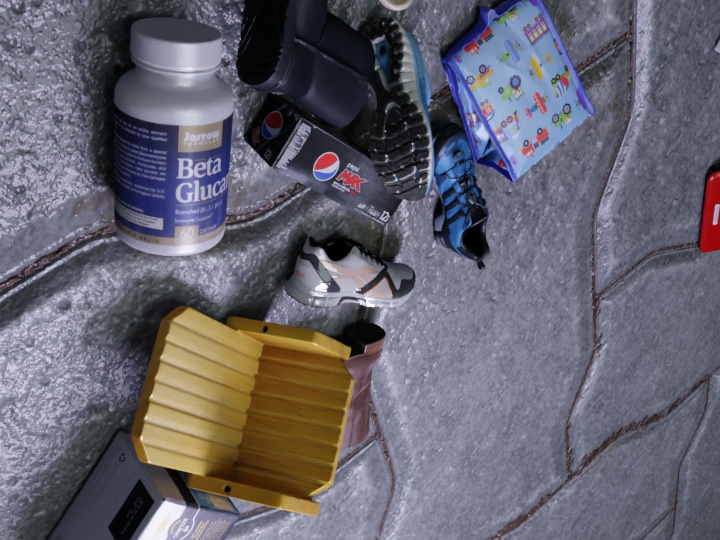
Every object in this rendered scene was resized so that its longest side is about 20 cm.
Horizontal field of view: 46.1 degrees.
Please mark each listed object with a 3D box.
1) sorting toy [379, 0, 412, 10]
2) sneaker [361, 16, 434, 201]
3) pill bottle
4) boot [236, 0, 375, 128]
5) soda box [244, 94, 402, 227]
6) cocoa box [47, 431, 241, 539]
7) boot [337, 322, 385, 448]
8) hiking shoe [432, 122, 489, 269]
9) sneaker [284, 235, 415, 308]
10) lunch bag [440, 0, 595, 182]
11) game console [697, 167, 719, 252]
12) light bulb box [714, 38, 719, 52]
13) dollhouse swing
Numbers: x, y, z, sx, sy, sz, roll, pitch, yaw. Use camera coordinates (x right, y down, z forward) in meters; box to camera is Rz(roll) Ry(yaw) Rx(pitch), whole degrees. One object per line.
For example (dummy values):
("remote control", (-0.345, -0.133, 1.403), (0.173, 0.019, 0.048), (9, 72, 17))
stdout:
("sorting toy", (-0.005, -0.374, 0.795), (0.199, 0.036, 0.188), (29, 66, -46))
("sneaker", (0.058, -0.181, 0.954), (0.089, 0.077, 0.204), (-8, 91, -56))
("pill bottle", (-0.177, -0.126, 0.799), (0.110, 0.111, 0.203), (-13, 126, -35))
("boot", (-0.044, -0.259, 0.859), (0.167, 0.075, 0.204), (8, 93, -61))
("soda box", (-0.033, -0.121, 0.960), (0.199, 0.071, 0.064), (25, 105, -47))
("cocoa box", (-0.265, 0.321, 1.010), (0.131, 0.133, 0.202), (29, 97, -48))
("boot", (-0.049, 0.183, 1.170), (0.184, 0.064, 0.203), (-13, 130, -33))
("hiking shoe", (0.139, -0.102, 1.116), (0.074, 0.086, 0.202), (-33, 135, -20))
("sneaker", (0.000, 0.000, 1.074), (0.198, 0.073, 0.081), (-1, 116, -42))
("lunch bag", (0.192, -0.244, 1.077), (0.150, 0.094, 0.201), (-39, 128, -10))
("game console", (0.736, -0.158, 1.663), (0.169, 0.120, 0.202), (-11, 131, 3))
("light bulb box", (0.718, -0.413, 1.391), (0.196, 0.125, 0.203), (7, 114, -44))
("dollhouse swing", (-0.124, 0.150, 0.947), (0.176, 0.178, 0.203), (53, 47, -66))
